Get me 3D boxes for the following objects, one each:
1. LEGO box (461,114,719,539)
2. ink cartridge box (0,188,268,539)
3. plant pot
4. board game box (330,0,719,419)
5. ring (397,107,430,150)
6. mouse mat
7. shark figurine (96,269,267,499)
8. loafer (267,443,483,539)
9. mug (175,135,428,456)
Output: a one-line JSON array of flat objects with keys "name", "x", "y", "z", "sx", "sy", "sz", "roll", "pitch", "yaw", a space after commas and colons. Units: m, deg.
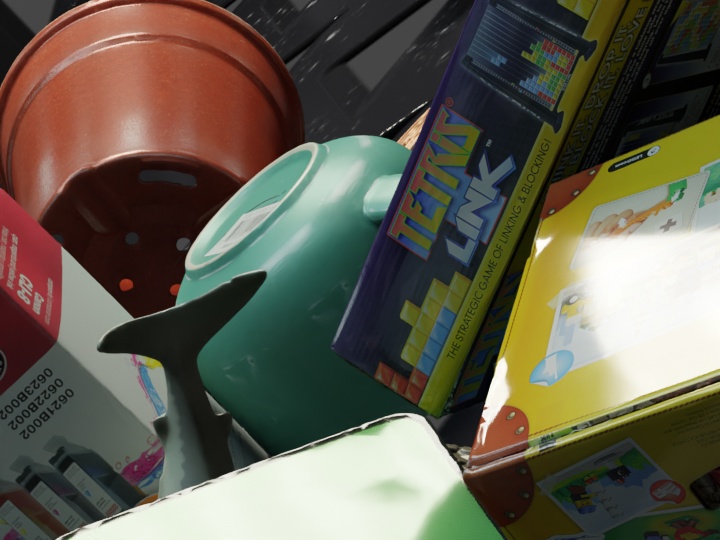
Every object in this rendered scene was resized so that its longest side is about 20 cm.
[{"name": "LEGO box", "x": 0.145, "y": 0.010, "z": 0.795, "sx": 0.200, "sy": 0.077, "sz": 0.149, "roll": -22, "pitch": 30, "yaw": 32}, {"name": "ink cartridge box", "x": -0.151, "y": 0.094, "z": 1.192, "sx": 0.145, "sy": 0.200, "sz": 0.145, "roll": -42, "pitch": 17, "yaw": 7}, {"name": "plant pot", "x": -0.125, "y": -0.042, "z": 1.551, "sx": 0.201, "sy": 0.201, "sz": 0.195, "roll": -40, "pitch": 23, "yaw": 13}, {"name": "board game box", "x": 0.084, "y": -0.055, "z": 0.960, "sx": 0.165, "sy": 0.057, "sz": 0.200, "roll": -15, "pitch": -46, "yaw": -57}, {"name": "ring", "x": 0.070, "y": -0.080, "z": 1.444, "sx": 0.200, "sy": 0.019, "sz": 0.200, "roll": -41, "pitch": 15, "yaw": 13}, {"name": "mouse mat", "x": -0.019, "y": 0.122, "z": 0.906, "sx": 0.161, "sy": 0.008, "sz": 0.200, "roll": -19, "pitch": 30, "yaw": -11}, {"name": "shark figurine", "x": -0.052, "y": 0.113, "z": 1.077, "sx": 0.089, "sy": 0.215, "sz": 0.128, "roll": -1, "pitch": -7, "yaw": 11}, {"name": "loafer", "x": -0.009, "y": 0.135, "z": 0.956, "sx": 0.076, "sy": 0.068, "sz": 0.200, "roll": 18, "pitch": 42, "yaw": 40}, {"name": "mug", "x": -0.003, "y": -0.001, "z": 1.226, "sx": 0.185, "sy": 0.114, "sz": 0.152, "roll": -40, "pitch": 15, "yaw": 16}]
